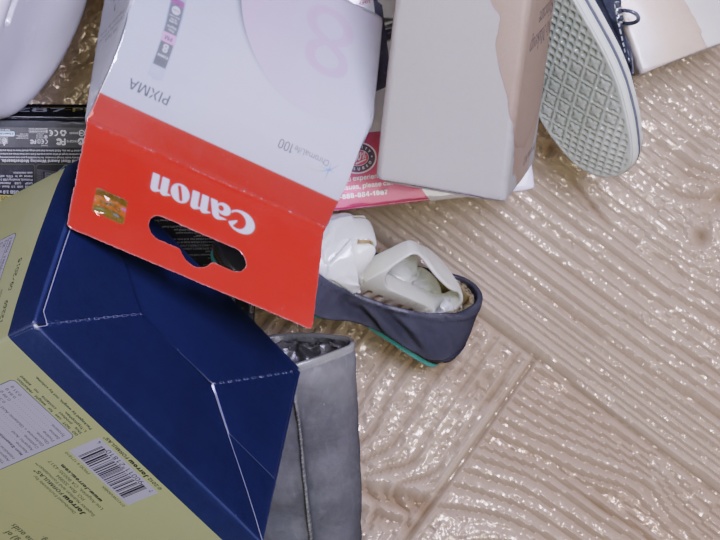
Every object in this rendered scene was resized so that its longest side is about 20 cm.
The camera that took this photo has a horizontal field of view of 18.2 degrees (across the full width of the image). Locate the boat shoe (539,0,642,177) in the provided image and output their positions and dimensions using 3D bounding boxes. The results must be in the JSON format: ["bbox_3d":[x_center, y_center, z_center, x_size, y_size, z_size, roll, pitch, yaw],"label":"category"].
[{"bbox_3d":[0.131,-0.153,1.368,0.062,0.074,0.201,-37,111,-44],"label":"boat shoe"}]

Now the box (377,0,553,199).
[{"bbox_3d":[0.066,-0.151,1.284,0.077,0.095,0.202,10,112,12],"label":"box"}]

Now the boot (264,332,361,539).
[{"bbox_3d":[-0.007,0.138,1.407,0.180,0.073,0.202,-3,100,-7],"label":"boot"}]

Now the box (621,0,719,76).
[{"bbox_3d":[0.167,-0.228,1.424,0.077,0.095,0.201,-20,93,-8],"label":"box"}]

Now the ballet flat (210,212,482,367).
[{"bbox_3d":[0.000,0.000,1.386,0.199,0.073,0.074,24,88,-37],"label":"ballet flat"}]

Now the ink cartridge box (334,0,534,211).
[{"bbox_3d":[0.022,-0.142,1.410,0.144,0.084,0.202,-6,92,-7],"label":"ink cartridge box"}]

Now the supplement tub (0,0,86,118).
[{"bbox_3d":[-0.271,-0.189,1.324,0.199,0.145,0.146,24,88,11],"label":"supplement tub"}]

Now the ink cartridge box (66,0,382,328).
[{"bbox_3d":[-0.071,-0.088,1.265,0.162,0.057,0.201,23,49,-25],"label":"ink cartridge box"}]

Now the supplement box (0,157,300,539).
[{"bbox_3d":[-0.178,0.077,1.289,0.199,0.135,0.200,-23,125,30],"label":"supplement box"}]

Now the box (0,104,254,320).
[{"bbox_3d":[-0.163,-0.021,1.391,0.198,0.049,0.163,-1,104,-7],"label":"box"}]
